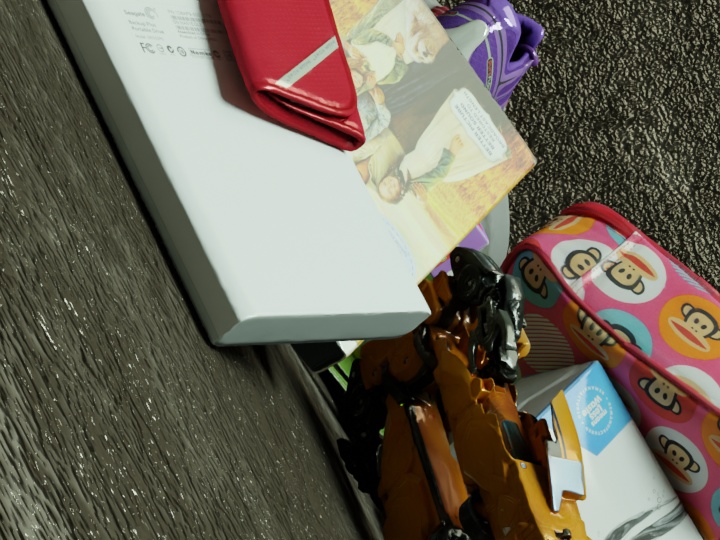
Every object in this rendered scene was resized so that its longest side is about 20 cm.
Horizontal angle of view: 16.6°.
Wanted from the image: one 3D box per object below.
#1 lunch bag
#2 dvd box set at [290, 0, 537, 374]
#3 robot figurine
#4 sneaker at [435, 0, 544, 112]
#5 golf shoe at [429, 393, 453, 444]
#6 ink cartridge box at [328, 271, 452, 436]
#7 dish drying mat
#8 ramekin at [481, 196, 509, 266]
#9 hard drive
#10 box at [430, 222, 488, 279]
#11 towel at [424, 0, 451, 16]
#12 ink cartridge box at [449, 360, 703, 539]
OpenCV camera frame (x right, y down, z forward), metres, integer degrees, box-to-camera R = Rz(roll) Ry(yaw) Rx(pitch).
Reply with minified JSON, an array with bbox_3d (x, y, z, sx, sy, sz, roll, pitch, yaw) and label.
[{"bbox_3d":[0.149,0.078,1.386,0.200,0.082,0.176,42,-39,16],"label":"lunch bag"},{"bbox_3d":[-0.006,-0.061,1.213,0.147,0.029,0.200,54,44,-7],"label":"dvd box set"},{"bbox_3d":[0.052,0.088,1.206,0.058,0.145,0.200,18,40,-32],"label":"robot figurine"},{"bbox_3d":[0.068,-0.108,1.390,0.081,0.083,0.200,54,-1,5],"label":"sneaker"},{"bbox_3d":[0.080,0.108,1.539,0.200,0.091,0.075,87,-19,-56],"label":"golf shoe"},{"bbox_3d":[0.000,0.000,1.426,0.148,0.076,0.200,52,8,-27],"label":"ink cartridge box"},{"bbox_3d":[-0.045,-0.147,1.160,0.077,0.018,0.200,20,42,-40],"label":"dish drying mat"},{"bbox_3d":[0.014,-0.068,1.692,0.202,0.094,0.203,51,-27,40],"label":"ramekin"},{"bbox_3d":[-0.057,-0.058,1.097,0.132,0.027,0.200,-1,57,-51],"label":"hard drive"},{"bbox_3d":[-0.007,-0.098,1.350,0.200,0.039,0.137,53,6,-15],"label":"box"},{"bbox_3d":[-0.016,-0.188,1.630,0.200,0.144,0.023,49,-53,54],"label":"towel"},{"bbox_3d":[0.125,0.165,1.326,0.068,0.116,0.200,-17,-72,51],"label":"ink cartridge box"}]
